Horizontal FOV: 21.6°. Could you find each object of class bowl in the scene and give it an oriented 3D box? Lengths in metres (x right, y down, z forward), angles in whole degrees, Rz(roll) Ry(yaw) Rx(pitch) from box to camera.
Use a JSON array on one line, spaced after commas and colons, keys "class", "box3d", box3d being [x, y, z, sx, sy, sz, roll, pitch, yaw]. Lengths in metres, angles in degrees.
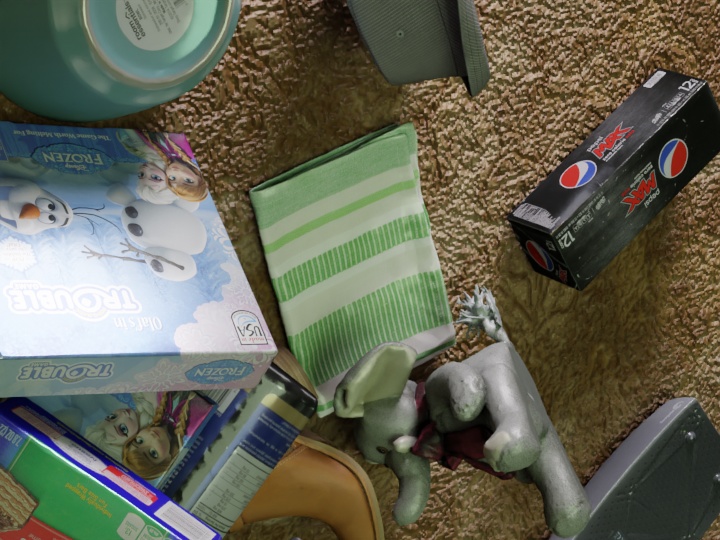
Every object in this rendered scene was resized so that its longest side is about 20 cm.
[{"class": "bowl", "box3d": [-0.157, -0.189, 1.258, 0.199, 0.105, 0.203, -11, 110, -33]}]

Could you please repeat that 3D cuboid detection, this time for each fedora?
[{"class": "fedora", "box3d": [0.030, -0.215, 1.372, 0.089, 0.177, 0.202, -15, 117, 2]}]

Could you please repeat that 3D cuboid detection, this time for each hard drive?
[{"class": "hard drive", "box3d": [0.257, 0.221, 1.728, 0.200, 0.042, 0.135, -48, 126, -12]}]

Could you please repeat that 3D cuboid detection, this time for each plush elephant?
[{"class": "plush elephant", "box3d": [0.062, 0.124, 1.469, 0.154, 0.201, 0.165, -27, 149, 11]}]

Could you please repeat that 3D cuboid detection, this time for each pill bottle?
[{"class": "pill bottle", "box3d": [-0.129, 0.139, 1.334, 0.112, 0.112, 0.201, 40, 86, -37]}]

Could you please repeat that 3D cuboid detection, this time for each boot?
[{"class": "boot", "box3d": [-0.077, 0.175, 1.447, 0.155, 0.077, 0.201, -37, 120, -16]}]

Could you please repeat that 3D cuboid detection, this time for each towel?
[{"class": "towel", "box3d": [0.000, 0.000, 1.484, 0.152, 0.023, 0.202, -26, 119, -26]}]

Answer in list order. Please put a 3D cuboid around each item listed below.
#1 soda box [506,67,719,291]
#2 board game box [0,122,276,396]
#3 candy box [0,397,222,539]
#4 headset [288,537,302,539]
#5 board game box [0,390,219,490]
[{"class": "soda box", "box3d": [0.219, -0.078, 1.589, 0.200, 0.063, 0.071, -43, 126, -16]}, {"class": "board game box", "box3d": [-0.178, -0.011, 1.243, 0.198, 0.200, 0.043, 0, 141, -35]}, {"class": "candy box", "box3d": [-0.211, 0.209, 1.191, 0.168, 0.077, 0.201, 33, 96, 4]}, {"class": "headset", "box3d": [-0.031, 0.276, 1.474, 0.094, 0.124, 0.200, -40, 136, 4]}, {"class": "board game box", "box3d": [-0.231, 0.114, 1.261, 0.199, 0.043, 0.200, 34, 87, 3]}]
